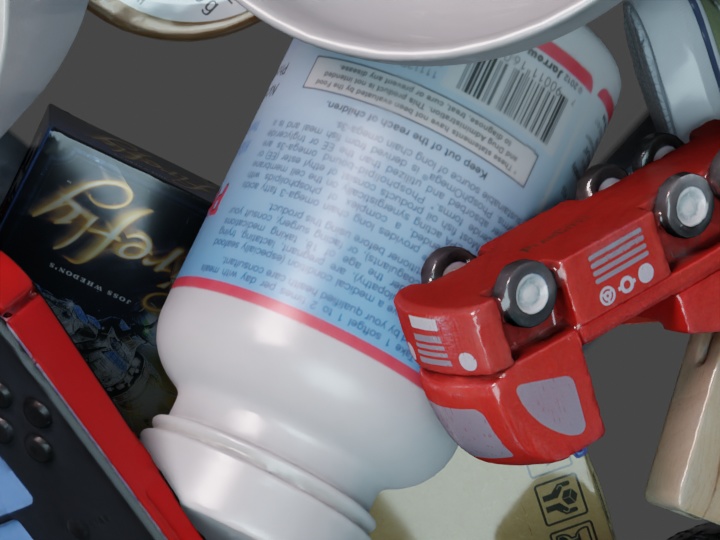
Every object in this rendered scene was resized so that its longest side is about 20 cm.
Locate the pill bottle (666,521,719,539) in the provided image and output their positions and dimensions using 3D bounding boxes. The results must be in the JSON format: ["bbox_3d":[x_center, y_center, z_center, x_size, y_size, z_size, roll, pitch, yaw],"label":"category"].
[{"bbox_3d":[0.160,0.131,1.016,0.199,0.112,0.112,-16,111,-34],"label":"pill bottle"}]

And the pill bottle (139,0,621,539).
[{"bbox_3d":[0.000,0.000,0.968,0.108,0.109,0.201,29,77,-13],"label":"pill bottle"}]

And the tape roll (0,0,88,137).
[{"bbox_3d":[-0.192,-0.104,0.919,0.202,0.139,0.204,2,107,6],"label":"tape roll"}]

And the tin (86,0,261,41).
[{"bbox_3d":[-0.028,-0.163,0.990,0.200,0.042,0.112,-45,110,8],"label":"tin"}]

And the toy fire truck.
[{"bbox_3d":[0.113,0.029,0.950,0.200,0.049,0.142,-28,110,-28],"label":"toy fire truck"}]

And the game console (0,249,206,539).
[{"bbox_3d":[-0.135,0.083,0.965,0.200,0.031,0.177,-23,103,47],"label":"game console"}]

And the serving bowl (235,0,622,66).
[{"bbox_3d":[0.032,-0.156,0.917,0.199,0.066,0.201,-3,80,17],"label":"serving bowl"}]

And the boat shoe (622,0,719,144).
[{"bbox_3d":[0.151,-0.022,1.036,0.062,0.072,0.201,-25,117,4],"label":"boat shoe"}]

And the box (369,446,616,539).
[{"bbox_3d":[0.028,0.161,1.054,0.163,0.021,0.201,-19,102,0],"label":"box"}]

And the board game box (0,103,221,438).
[{"bbox_3d":[-0.051,0.045,1.051,0.199,0.035,0.136,25,103,-12],"label":"board game box"}]
